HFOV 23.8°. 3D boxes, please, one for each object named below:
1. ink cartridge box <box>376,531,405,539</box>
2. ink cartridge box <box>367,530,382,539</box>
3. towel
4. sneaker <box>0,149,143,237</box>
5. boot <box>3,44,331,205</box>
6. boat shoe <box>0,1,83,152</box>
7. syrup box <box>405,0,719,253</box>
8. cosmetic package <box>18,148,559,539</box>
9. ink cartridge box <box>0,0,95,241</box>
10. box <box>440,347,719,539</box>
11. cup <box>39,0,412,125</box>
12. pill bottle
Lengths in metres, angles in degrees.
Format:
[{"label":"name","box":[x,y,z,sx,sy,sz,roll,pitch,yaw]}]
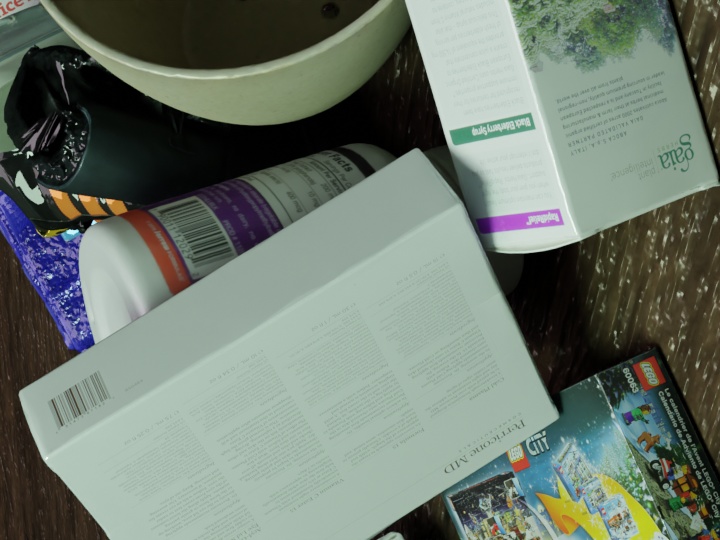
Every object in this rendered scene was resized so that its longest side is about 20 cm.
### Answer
[{"label":"ink cartridge box","box":[0.004,0.261,1.067,0.145,0.083,0.200,53,152,3]},{"label":"ink cartridge box","box":[-0.043,0.081,0.992,0.116,0.067,0.200,54,175,29]},{"label":"towel","box":[-0.196,-0.053,1.168,0.148,0.049,0.200,-40,79,26]},{"label":"sneaker","box":[-0.156,-0.053,1.028,0.199,0.070,0.090,25,112,7]},{"label":"boot","box":[-0.109,-0.091,0.929,0.077,0.168,0.200,-59,33,23]},{"label":"boat shoe","box":[-0.162,-0.136,0.982,0.071,0.200,0.070,37,137,24]},{"label":"syrup box","box":[0.070,-0.114,0.704,0.081,0.078,0.201,-3,106,62]},{"label":"cosmetic package","box":[-0.025,0.059,0.750,0.052,0.199,0.151,55,175,49]},{"label":"ink cartridge box","box":[-0.181,-0.136,1.077,0.201,0.116,0.068,61,-168,-10]},{"label":"box","box":[0.112,0.130,0.845,0.137,0.038,0.200,66,154,7]},{"label":"cup","box":[-0.050,-0.150,0.820,0.201,0.200,0.143,58,176,21]},{"label":"pill bottle","box":[-0.025,0.003,0.830,0.111,0.199,0.112,48,148,44]}]
